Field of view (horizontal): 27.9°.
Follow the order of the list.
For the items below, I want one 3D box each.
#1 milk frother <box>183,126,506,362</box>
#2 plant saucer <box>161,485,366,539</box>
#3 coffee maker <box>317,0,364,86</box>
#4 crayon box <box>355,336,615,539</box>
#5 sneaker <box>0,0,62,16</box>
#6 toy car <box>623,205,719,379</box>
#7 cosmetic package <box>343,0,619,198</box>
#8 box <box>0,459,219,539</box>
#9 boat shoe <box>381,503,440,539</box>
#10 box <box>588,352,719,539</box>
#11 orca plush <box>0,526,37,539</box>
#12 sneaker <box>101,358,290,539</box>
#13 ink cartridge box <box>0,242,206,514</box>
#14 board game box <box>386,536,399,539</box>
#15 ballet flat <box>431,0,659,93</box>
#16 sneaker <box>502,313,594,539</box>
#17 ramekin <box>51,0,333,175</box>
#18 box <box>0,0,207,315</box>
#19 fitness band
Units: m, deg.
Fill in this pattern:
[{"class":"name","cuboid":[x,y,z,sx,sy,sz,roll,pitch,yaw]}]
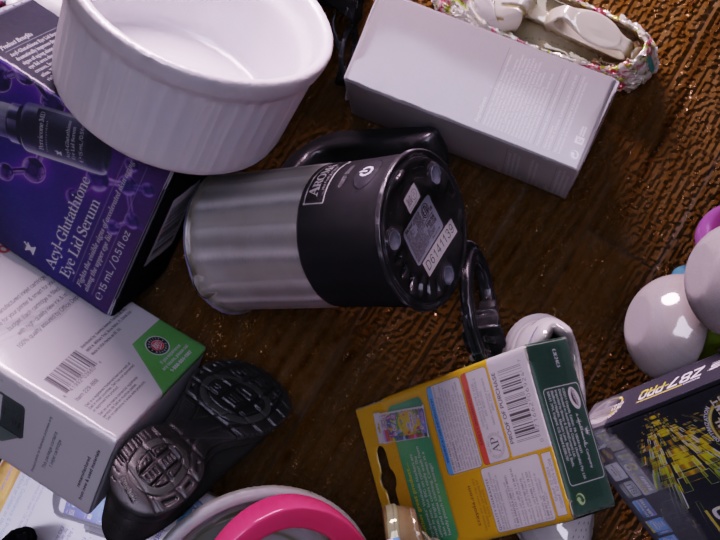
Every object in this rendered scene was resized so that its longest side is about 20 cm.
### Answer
[{"class":"milk frother","cuboid":[0.000,0.000,1.129,0.187,0.180,0.201,-2,113,36]},{"class":"plant saucer","cuboid":[-0.085,0.253,1.104,0.199,0.050,0.202,-6,104,-23]},{"class":"coffee maker","cuboid":[-0.093,-0.264,1.166,0.198,0.135,0.194,8,82,4]},{"class":"crayon box","cuboid":[0.089,0.138,1.096,0.051,0.199,0.127,-7,78,-41]},{"class":"sneaker","cuboid":[-0.279,-0.259,1.199,0.200,0.081,0.088,38,86,7]},{"class":"toy car","cuboid":[0.301,0.007,1.087,0.174,0.200,0.151,12,59,-18]},{"class":"cosmetic package","cuboid":[0.092,-0.138,1.153,0.199,0.107,0.091,25,83,4]},{"class":"box","cuboid":[-0.198,0.203,1.147,0.199,0.041,0.120,26,83,4]},{"class":"boat shoe","cuboid":[0.071,0.257,1.086,0.063,0.073,0.202,-22,102,3]},{"class":"box","cuboid":[0.278,0.159,1.053,0.200,0.161,0.049,53,44,-10]},{"class":"orca plush","cuboid":[-0.211,0.285,1.091,0.105,0.071,0.201,-21,101,20]},{"class":"sneaker","cuboid":[-0.131,0.138,1.107,0.076,0.091,0.200,43,42,12]},{"class":"ink cartridge box","cuboid":[-0.243,0.069,1.110,0.199,0.146,0.084,31,124,7]},{"class":"board game box","cuboid":[-0.040,0.308,1.024,0.198,0.056,0.197,-15,115,-1]},{"class":"ballet flat","cuboid":[0.152,-0.208,1.182,0.199,0.064,0.076,21,83,6]},{"class":"sneaker","cuboid":[0.144,0.131,1.118,0.074,0.087,0.202,-6,82,-2]},{"class":"ramekin","cuboid":[-0.129,-0.161,1.060,0.200,0.201,0.098,32,127,7]},{"class":"box","cuboid":[-0.227,-0.090,1.126,0.199,0.104,0.149,32,121,6]},{"class":"fitness band","cuboid":[-0.043,0.258,1.079,0.143,0.037,0.201,-39,116,-14]}]
